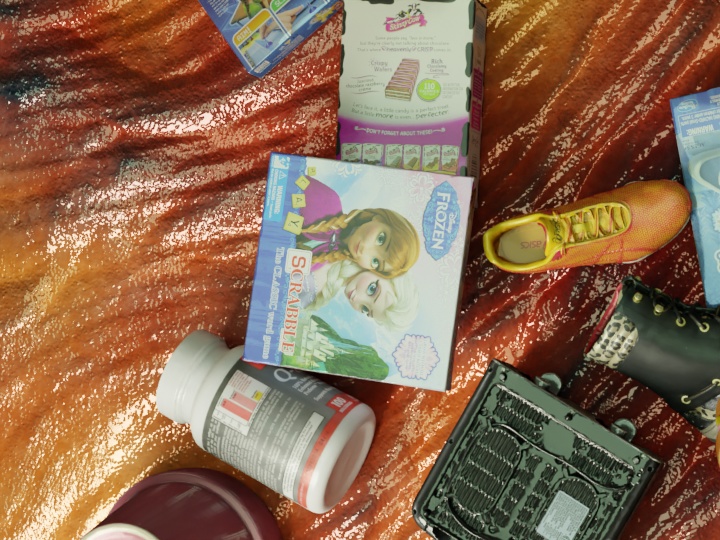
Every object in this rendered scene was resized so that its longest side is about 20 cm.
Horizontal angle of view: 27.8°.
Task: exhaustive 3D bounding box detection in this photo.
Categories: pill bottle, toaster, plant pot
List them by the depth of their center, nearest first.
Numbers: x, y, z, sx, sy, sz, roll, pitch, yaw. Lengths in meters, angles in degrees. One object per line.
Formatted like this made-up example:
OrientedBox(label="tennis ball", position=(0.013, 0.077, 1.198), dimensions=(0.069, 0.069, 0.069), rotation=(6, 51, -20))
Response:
OrientedBox(label="toaster", position=(0.162, 0.205, 1.336), dimensions=(0.180, 0.119, 0.201), rotation=(31, 97, 18))
OrientedBox(label="plant pot", position=(-0.193, 0.299, 1.423), dimensions=(0.198, 0.179, 0.202), rotation=(-1, 87, 19))
OrientedBox(label="pill bottle", position=(-0.095, 0.143, 1.428), dimensions=(0.199, 0.116, 0.117), rotation=(26, 96, 17))

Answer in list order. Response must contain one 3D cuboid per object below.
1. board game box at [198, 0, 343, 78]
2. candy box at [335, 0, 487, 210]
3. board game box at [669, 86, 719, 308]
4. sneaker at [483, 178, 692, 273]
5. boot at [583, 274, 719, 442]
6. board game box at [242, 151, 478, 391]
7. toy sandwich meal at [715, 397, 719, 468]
OrientedBox(label="board game box", position=(-0.070, -0.313, 1.479), dimensions=(0.199, 0.034, 0.136), rotation=(-38, 76, 14))
OrientedBox(label="candy box", position=(0.049, -0.162, 1.419), dimensions=(0.135, 0.061, 0.202), rotation=(3, 90, 18))
OrientedBox(label="board game box", position=(0.394, -0.077, 1.307), dimensions=(0.198, 0.043, 0.201), rotation=(-11, 85, 19))
OrientedBox(label="sneaker", position=(0.209, -0.033, 1.342), dimensions=(0.198, 0.077, 0.074), rotation=(-18, 84, 24))
OrientedBox(label="boot", position=(0.304, 0.041, 1.276), dimensions=(0.153, 0.074, 0.205), rotation=(29, 120, 0))
OrientedBox(label="board game box", position=(0.000, 0.000, 1.366), dimensions=(0.197, 0.041, 0.202), rotation=(7, 90, 11))
OrientedBox(label="toy sandwich meal", position=(0.404, 0.134, 1.246), dimensions=(0.204, 0.205, 0.071), rotation=(-27, 47, 16))
